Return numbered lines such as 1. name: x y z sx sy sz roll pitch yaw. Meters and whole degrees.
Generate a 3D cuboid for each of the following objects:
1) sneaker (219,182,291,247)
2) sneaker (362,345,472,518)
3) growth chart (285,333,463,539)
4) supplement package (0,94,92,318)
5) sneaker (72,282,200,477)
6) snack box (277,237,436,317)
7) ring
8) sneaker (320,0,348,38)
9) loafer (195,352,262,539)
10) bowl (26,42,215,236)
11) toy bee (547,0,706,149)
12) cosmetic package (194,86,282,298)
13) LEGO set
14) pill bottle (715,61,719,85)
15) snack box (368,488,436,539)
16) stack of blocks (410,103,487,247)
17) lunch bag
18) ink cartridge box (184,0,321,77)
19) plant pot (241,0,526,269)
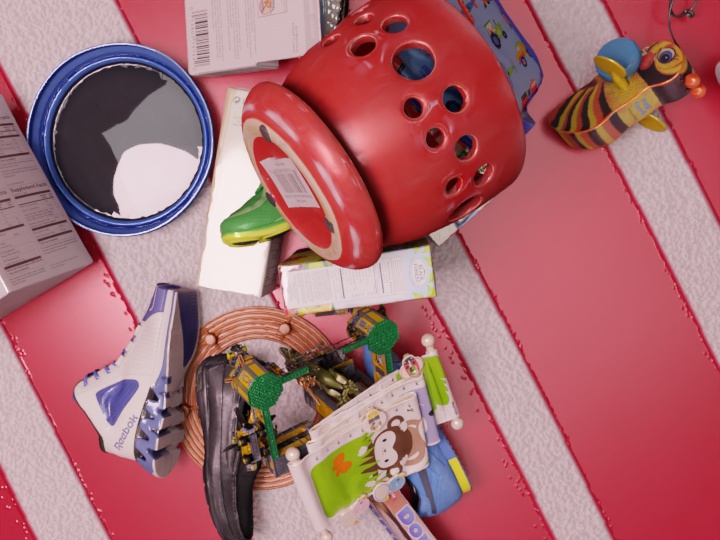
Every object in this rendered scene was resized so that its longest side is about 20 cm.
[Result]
1. sneaker: -0.066 -0.092 0.988 0.200 0.074 0.084 -42 102 -26
2. sneaker: 0.041 0.168 1.090 0.078 0.066 0.201 -28 94 -8
3. growth chart: 0.017 0.170 1.018 0.199 0.018 0.145 -37 125 -13
4. supplement package: -0.407 -0.049 1.034 0.151 0.151 0.201 -28 92 21
5. sneaker: -0.242 0.109 1.086 0.114 0.081 0.202 8 88 13
6. snack box: 0.000 0.000 1.017 0.141 0.200 0.054 -7 96 2
7. ring: -0.111 0.140 1.121 0.198 0.019 0.203 0 93 2
8. sneaker: -0.053 -0.332 1.062 0.089 0.078 0.202 7 93 4
9. loafer: -0.128 0.187 1.080 0.070 0.068 0.203 -5 90 10
10. bowl: -0.252 -0.138 1.097 0.198 0.039 0.203 0 94 1
11. toy bee: 0.285 -0.193 1.034 0.130 0.109 0.201 10 120 -35
12. cosmetic package: -0.112 -0.079 1.065 0.072 0.104 0.202 11 92 2
13. LEGO set: -0.057 0.106 1.028 0.199 0.116 0.155 -30 124 -21
14. pill bottle: 0.463 -0.240 1.033 0.200 0.114 0.114 -43 92 3
15. snack box: 0.061 0.291 1.098 0.024 0.072 0.201 -38 92 -20
16. stack of blocks: 0.057 -0.138 1.078 0.115 0.059 0.200 -42 91 3
17. lunch bag: 0.104 -0.214 1.027 0.200 0.151 0.094 44 135 -8
18. ink cartridge box: -0.103 -0.305 1.040 0.175 0.045 0.202 0 95 33
19. plant pot: 0.013 -0.110 0.882 0.182 0.200 0.201 -37 92 -17
